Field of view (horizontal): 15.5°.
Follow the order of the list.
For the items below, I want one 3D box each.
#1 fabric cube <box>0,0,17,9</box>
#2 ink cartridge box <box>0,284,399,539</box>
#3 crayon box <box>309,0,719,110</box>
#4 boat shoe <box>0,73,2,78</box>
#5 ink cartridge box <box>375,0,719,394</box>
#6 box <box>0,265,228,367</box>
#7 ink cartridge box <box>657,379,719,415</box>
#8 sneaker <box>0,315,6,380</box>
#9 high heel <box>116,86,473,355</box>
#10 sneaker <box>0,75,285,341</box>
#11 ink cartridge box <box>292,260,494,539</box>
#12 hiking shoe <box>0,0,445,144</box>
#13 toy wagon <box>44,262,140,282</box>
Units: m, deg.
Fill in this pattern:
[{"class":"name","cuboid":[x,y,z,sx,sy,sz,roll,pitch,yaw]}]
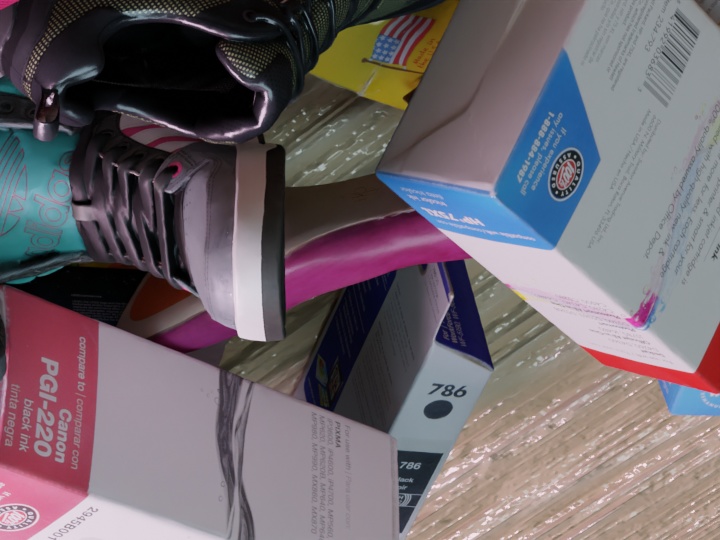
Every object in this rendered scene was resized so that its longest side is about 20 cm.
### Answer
[{"class":"fabric cube","cuboid":[-0.125,-0.219,0.799,0.199,0.196,0.200,-24,137,14]},{"class":"ink cartridge box","cuboid":[-0.103,0.099,1.087,0.200,0.085,0.146,21,141,-34]},{"class":"crayon box","cuboid":[0.082,-0.111,1.069,0.200,0.051,0.127,17,130,-29]},{"class":"boat shoe","cuboid":[-0.094,-0.134,0.988,0.066,0.072,0.200,13,132,-32]},{"class":"ink cartridge box","cuboid":[0.109,-0.033,1.028,0.200,0.067,0.116,39,72,-40]},{"class":"box","cuboid":[-0.168,0.055,1.132,0.200,0.038,0.137,4,135,-17]},{"class":"ink cartridge box","cuboid":[0.209,-0.024,1.180,0.116,0.067,0.200,1,135,-14]},{"class":"sneaker","cuboid":[-0.209,0.066,1.009,0.200,0.096,0.079,-14,173,32]},{"class":"high heel","cuboid":[0.000,0.000,1.075,0.200,0.067,0.096,-31,125,14]},{"class":"sneaker","cuboid":[-0.092,-0.026,0.971,0.121,0.200,0.084,-3,107,-9]},{"class":"ink cartridge box","cuboid":[0.014,0.046,1.182,0.039,0.100,0.200,5,135,-20]},{"class":"hiking shoe","cuboid":[-0.038,-0.085,0.943,0.200,0.101,0.076,-12,145,-23]},{"class":"toy wagon","cuboid":[-0.175,0.026,1.156,0.155,0.040,0.200,22,127,-31]}]
